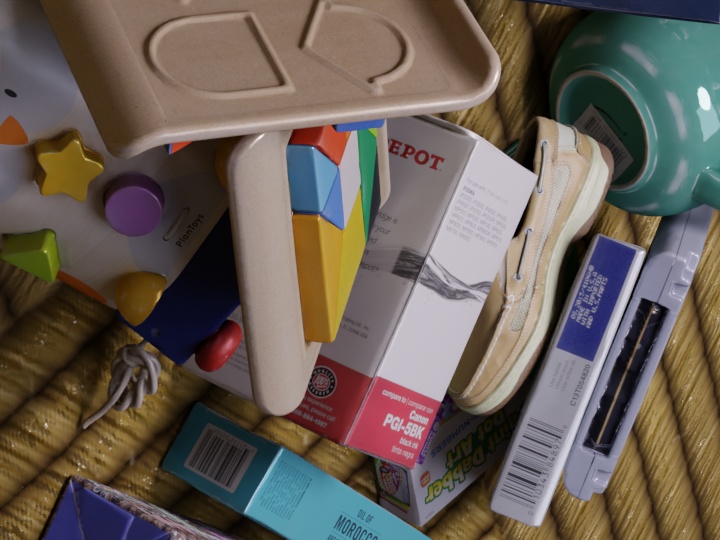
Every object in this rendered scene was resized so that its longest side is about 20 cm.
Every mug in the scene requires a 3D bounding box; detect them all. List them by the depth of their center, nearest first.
[{"bbox_3d":[0.213,-0.111,1.667,0.114,0.185,0.153,-26,117,-34],"label":"mug"}]

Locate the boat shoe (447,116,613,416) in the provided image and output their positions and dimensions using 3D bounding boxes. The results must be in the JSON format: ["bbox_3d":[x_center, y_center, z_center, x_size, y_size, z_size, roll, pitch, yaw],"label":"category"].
[{"bbox_3d":[0.093,-0.006,1.618,0.076,0.072,0.201,26,82,-33],"label":"boat shoe"}]

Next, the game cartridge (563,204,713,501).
[{"bbox_3d":[0.195,0.050,1.728,0.133,0.041,0.201,-50,161,-63],"label":"game cartridge"}]

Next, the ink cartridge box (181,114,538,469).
[{"bbox_3d":[0.000,0.000,1.505,0.083,0.147,0.201,25,89,-52],"label":"ink cartridge box"}]

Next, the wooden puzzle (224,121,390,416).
[{"bbox_3d":[-0.018,-0.049,1.326,0.200,0.037,0.185,-65,157,-48],"label":"wooden puzzle"}]

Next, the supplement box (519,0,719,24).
[{"bbox_3d":[0.177,-0.256,1.455,0.200,0.134,0.201,-25,123,-70],"label":"supplement box"}]

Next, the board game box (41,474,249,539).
[{"bbox_3d":[-0.119,0.237,1.519,0.200,0.097,0.160,28,86,-51],"label":"board game box"}]

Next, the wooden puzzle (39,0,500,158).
[{"bbox_3d":[-0.054,-0.123,1.234,0.199,0.185,0.046,-11,136,-19],"label":"wooden puzzle"}]

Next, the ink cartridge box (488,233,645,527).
[{"bbox_3d":[0.142,0.072,1.687,0.200,0.040,0.200,15,96,-84],"label":"ink cartridge box"}]

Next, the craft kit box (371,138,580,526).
[{"bbox_3d":[0.076,0.042,1.697,0.200,0.048,0.198,-38,136,-31],"label":"craft kit box"}]

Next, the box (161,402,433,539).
[{"bbox_3d":[-0.036,0.153,1.587,0.200,0.082,0.049,38,80,-50],"label":"box"}]

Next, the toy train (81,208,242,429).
[{"bbox_3d":[-0.098,0.003,1.456,0.200,0.085,0.116,-46,-171,37],"label":"toy train"}]

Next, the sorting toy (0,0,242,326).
[{"bbox_3d":[-0.162,-0.073,1.300,0.180,0.107,0.200,25,116,-27],"label":"sorting toy"}]
